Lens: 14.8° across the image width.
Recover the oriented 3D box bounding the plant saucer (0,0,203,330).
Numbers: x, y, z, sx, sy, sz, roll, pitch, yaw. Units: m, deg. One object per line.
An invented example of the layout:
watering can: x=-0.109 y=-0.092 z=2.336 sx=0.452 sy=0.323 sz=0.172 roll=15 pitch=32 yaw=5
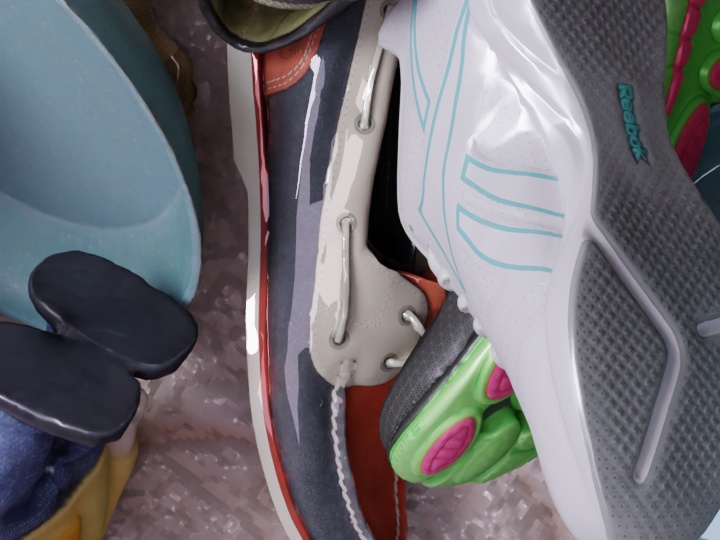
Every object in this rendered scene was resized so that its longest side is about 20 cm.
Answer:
plant saucer: x=-0.123 y=-0.061 z=0.876 sx=0.199 sy=0.036 sz=0.201 roll=27 pitch=148 yaw=19

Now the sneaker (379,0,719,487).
sneaker: x=0.053 y=-0.027 z=0.852 sx=0.083 sy=0.077 sz=0.201 roll=18 pitch=80 yaw=34

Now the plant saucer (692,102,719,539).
plant saucer: x=0.156 y=0.037 z=0.882 sx=0.198 sy=0.027 sz=0.202 roll=2 pitch=101 yaw=12

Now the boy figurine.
boy figurine: x=-0.109 y=0.092 z=0.898 sx=0.064 sy=0.124 sz=0.201 roll=27 pitch=132 yaw=12

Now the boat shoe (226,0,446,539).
boat shoe: x=0.000 y=0.000 z=0.889 sx=0.062 sy=0.071 sz=0.202 roll=-4 pitch=94 yaw=18

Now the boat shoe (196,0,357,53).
boat shoe: x=-0.013 y=-0.104 z=0.772 sx=0.071 sy=0.201 sz=0.067 roll=14 pitch=82 yaw=-6

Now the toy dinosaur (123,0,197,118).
toy dinosaur: x=-0.092 y=-0.123 z=0.864 sx=0.101 sy=0.058 sz=0.201 roll=18 pitch=146 yaw=22

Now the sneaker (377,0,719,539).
sneaker: x=0.054 y=-0.009 z=0.766 sx=0.080 sy=0.070 sz=0.202 roll=-35 pitch=55 yaw=43
